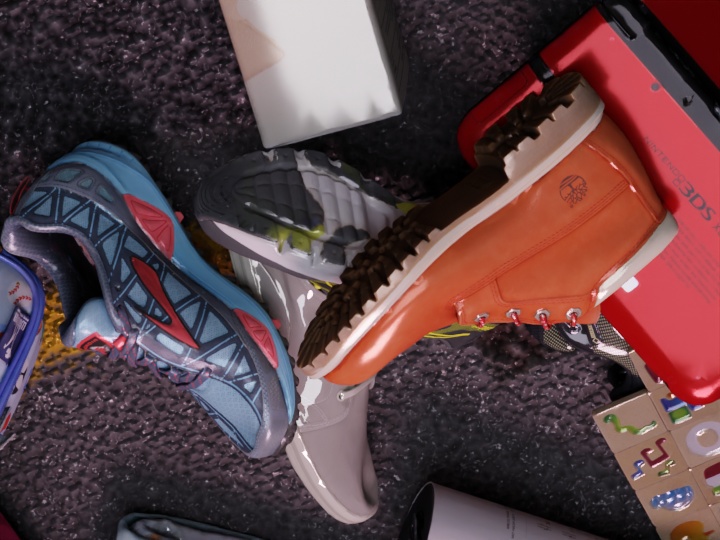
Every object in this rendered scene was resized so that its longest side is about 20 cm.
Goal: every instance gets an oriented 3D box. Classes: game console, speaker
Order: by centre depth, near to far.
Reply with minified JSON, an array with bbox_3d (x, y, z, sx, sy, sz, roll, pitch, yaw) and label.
[{"bbox_3d":[0.176,-0.064,1.544,0.172,0.119,0.200,-40,98,17],"label":"game console"},{"bbox_3d":[0.117,0.184,1.665,0.199,0.081,0.081,18,111,-10],"label":"speaker"}]

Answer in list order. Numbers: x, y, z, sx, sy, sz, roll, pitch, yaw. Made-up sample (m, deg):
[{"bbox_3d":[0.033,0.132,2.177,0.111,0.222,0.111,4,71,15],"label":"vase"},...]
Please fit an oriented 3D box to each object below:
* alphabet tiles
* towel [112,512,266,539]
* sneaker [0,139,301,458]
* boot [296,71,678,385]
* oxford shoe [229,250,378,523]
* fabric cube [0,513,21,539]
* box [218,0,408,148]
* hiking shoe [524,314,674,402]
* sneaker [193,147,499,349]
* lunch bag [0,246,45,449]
[{"bbox_3d":[0.227,0.089,1.634,0.166,0.006,0.200,-24,129,10],"label":"alphabet tiles"},{"bbox_3d":[-0.065,0.239,1.715,0.199,0.048,0.172,15,110,-5],"label":"towel"},{"bbox_3d":[-0.118,0.030,1.579,0.200,0.095,0.079,49,141,9],"label":"sneaker"},{"bbox_3d":[0.064,0.006,1.468,0.200,0.075,0.107,-40,107,2],"label":"boot"},{"bbox_3d":[-0.019,0.047,1.622,0.058,0.075,0.201,-10,107,19],"label":"oxford shoe"},{"bbox_3d":[-0.254,0.268,1.627,0.196,0.200,0.200,-35,93,18],"label":"fabric cube"},{"bbox_3d":[-0.038,-0.175,1.526,0.078,0.095,0.201,-14,109,8],"label":"box"},{"bbox_3d":[0.127,-0.003,1.597,0.100,0.076,0.200,-29,109,6],"label":"hiking shoe"},{"bbox_3d":[0.000,0.000,1.553,0.199,0.075,0.085,16,139,-20],"label":"sneaker"},{"bbox_3d":[-0.272,0.042,1.587,0.200,0.076,0.161,25,73,0],"label":"lunch bag"}]
